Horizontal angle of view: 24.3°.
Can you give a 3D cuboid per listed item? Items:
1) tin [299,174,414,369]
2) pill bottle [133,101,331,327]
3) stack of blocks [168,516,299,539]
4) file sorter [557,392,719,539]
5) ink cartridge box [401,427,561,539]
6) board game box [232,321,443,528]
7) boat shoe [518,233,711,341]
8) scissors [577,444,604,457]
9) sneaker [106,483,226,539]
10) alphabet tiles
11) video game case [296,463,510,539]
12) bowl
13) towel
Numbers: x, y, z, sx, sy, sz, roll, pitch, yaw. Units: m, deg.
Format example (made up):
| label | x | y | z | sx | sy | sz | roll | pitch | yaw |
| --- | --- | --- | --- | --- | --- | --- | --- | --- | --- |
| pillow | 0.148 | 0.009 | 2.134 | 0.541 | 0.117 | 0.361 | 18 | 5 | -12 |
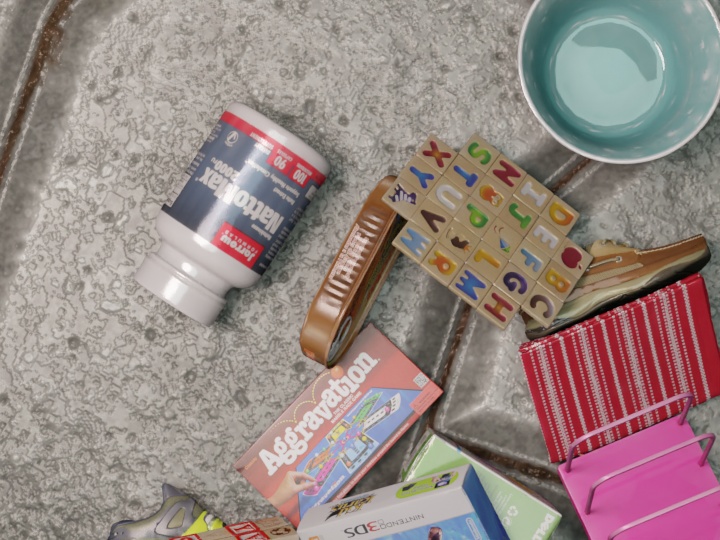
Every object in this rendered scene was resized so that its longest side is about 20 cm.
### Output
| label | x | y | z | sx | sy | sz | roll | pitch | yaw |
| --- | --- | --- | --- | --- | --- | --- | --- | --- | --- |
| tin | 0.000 | 0.000 | 1.623 | 0.042 | 0.112 | 0.200 | 25 | 80 | 15 |
| pill bottle | -0.129 | -0.051 | 1.626 | 0.119 | 0.120 | 0.200 | 33 | 89 | 1 |
| stack of blocks | -0.114 | 0.350 | 1.614 | 0.115 | 0.059 | 0.200 | -8 | 103 | -21 |
| file sorter | 0.293 | 0.235 | 1.576 | 0.139 | 0.125 | 0.200 | -22 | 69 | -5 |
| ink cartridge box | 0.137 | 0.231 | 1.625 | 0.200 | 0.104 | 0.059 | 32 | 89 | 1 |
| board game box | -0.022 | 0.158 | 1.670 | 0.103 | 0.019 | 0.200 | 43 | 89 | 2 |
| boat shoe | 0.246 | 0.003 | 1.649 | 0.200 | 0.076 | 0.074 | -22 | 72 | -5 |
| scissors | 0.218 | 0.178 | 1.672 | 0.200 | 0.014 | 0.073 | 43 | 88 | 0 |
| sneaker | -0.229 | 0.292 | 1.646 | 0.200 | 0.074 | 0.081 | -41 | 82 | -9 |
| alphabet tiles | 0.123 | -0.040 | 1.598 | 0.200 | 0.006 | 0.166 | 38 | 56 | 0 |
| video game case | 0.063 | 0.296 | 1.589 | 0.181 | 0.045 | 0.200 | -19 | 109 | 26 |
| bowl | 0.248 | -0.200 | 1.638 | 0.200 | 0.105 | 0.201 | 0 | 89 | 0 |
| towel | 0.260 | 0.096 | 1.637 | 0.200 | 0.022 | 0.145 | -22 | 118 | -5 |
